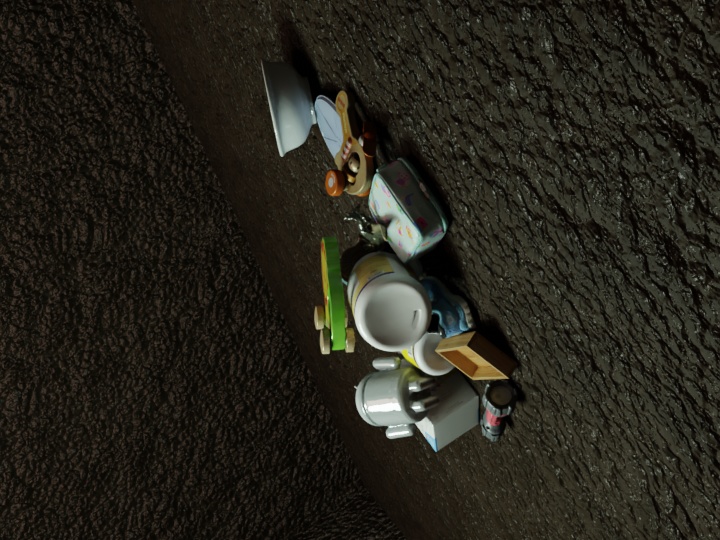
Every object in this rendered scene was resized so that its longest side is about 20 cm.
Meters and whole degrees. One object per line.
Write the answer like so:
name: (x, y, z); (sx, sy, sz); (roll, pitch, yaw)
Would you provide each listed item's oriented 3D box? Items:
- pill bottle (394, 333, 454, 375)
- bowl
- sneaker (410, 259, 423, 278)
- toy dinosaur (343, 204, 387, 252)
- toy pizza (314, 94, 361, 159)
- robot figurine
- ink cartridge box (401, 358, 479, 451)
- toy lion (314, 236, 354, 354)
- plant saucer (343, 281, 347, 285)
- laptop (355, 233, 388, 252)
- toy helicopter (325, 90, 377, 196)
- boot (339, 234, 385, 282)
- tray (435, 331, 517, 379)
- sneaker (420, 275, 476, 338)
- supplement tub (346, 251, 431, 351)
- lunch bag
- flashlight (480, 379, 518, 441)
pill bottle: (0.128, 0.144, 1.834); (0.111, 0.108, 0.200); (64, 166, -17)
bowl: (-0.143, -0.344, 1.812); (0.201, 0.089, 0.205); (169, 90, -88)
sneaker: (0.080, 0.020, 1.836); (0.199, 0.084, 0.076); (-36, 76, 48)
toy dinosaur: (0.015, -0.079, 1.607); (0.088, 0.048, 0.200); (43, 174, 1)
toy pizza: (-0.030, -0.262, 1.750); (0.202, 0.031, 0.201); (56, 167, 20)
robot figurine: (0.069, 0.264, 1.831); (0.198, 0.112, 0.173); (-15, 83, 41)
ink cartridge box: (0.157, 0.268, 1.944); (0.201, 0.124, 0.130); (50, 163, 34)
toy lion: (-0.054, 0.038, 1.692); (0.200, 0.067, 0.195); (-112, 21, -70)
plant saucer: (-0.004, 0.045, 2.006); (0.200, 0.019, 0.070); (45, -177, -38)
laptop: (0.069, 0.026, 2.020); (0.187, 0.114, 0.203); (47, 133, 41)
toy helicopter: (-0.012, -0.239, 1.597); (0.132, 0.078, 0.204); (-33, 63, 56)
boot: (0.000, 0.000, 1.838); (0.074, 0.200, 0.109); (21, 116, 10)
tray: (0.214, 0.161, 1.642); (0.098, 0.037, 0.200); (37, 166, -5)
sneaker: (0.139, 0.074, 1.688); (0.079, 0.089, 0.200); (66, 167, -23)
supplement tub: (0.049, 0.051, 1.651); (0.200, 0.143, 0.147); (-113, -2, -72)
lunch bag: (0.080, -0.108, 1.564); (0.162, 0.076, 0.200); (59, 167, 10)
flashlight: (0.265, 0.277, 1.698); (0.068, 0.068, 0.201); (41, 159, 24)
